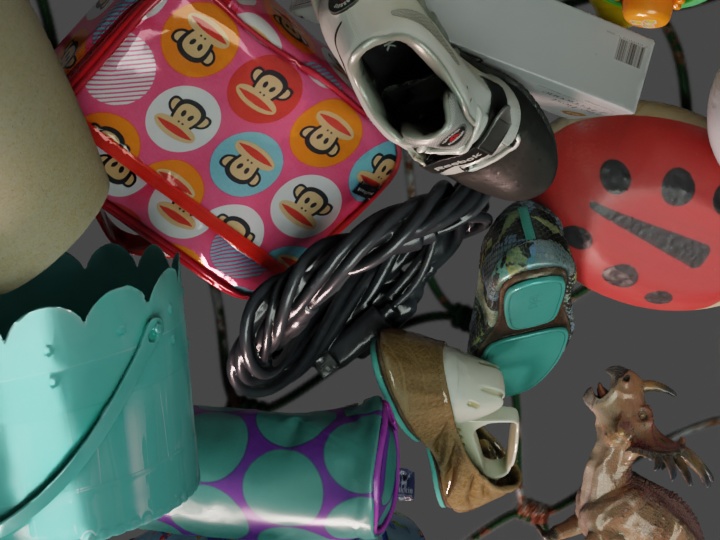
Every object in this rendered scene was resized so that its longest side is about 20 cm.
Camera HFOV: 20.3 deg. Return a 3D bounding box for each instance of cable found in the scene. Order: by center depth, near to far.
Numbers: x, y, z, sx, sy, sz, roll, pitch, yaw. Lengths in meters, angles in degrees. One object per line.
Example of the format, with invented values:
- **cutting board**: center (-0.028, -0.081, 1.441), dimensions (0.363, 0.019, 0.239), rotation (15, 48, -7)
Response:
- **cable**: center (0.000, 0.000, 1.223), dimensions (0.200, 0.051, 0.163), rotation (-41, 162, 17)

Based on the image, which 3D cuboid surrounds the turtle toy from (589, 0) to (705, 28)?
- **turtle toy**: center (0.198, -0.217, 1.159), dimensions (0.199, 0.101, 0.146), rotation (-26, 123, 2)

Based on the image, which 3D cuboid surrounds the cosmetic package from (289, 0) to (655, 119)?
- **cosmetic package**: center (0.065, -0.142, 1.177), dimensions (0.199, 0.082, 0.051), rotation (18, 87, -22)

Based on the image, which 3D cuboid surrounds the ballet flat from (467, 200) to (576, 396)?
- **ballet flat**: center (0.102, 0.015, 1.287), dimensions (0.074, 0.075, 0.200), rotation (-9, 156, -9)

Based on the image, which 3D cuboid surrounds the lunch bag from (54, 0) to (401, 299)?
- **lunch bag**: center (-0.094, -0.079, 1.188), dimensions (0.199, 0.082, 0.176), rotation (36, 111, -29)

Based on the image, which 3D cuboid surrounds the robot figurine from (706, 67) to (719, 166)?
- **robot figurine**: center (0.269, -0.092, 1.198), dimensions (0.112, 0.200, 0.171), rotation (-26, 86, 18)

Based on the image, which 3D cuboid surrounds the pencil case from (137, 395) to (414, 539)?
- **pencil case**: center (-0.071, 0.120, 1.255), dimensions (0.198, 0.093, 0.085), rotation (1, 147, 16)

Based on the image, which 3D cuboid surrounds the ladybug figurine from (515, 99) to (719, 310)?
- **ladybug figurine**: center (0.188, -0.034, 1.285), dimensions (0.199, 0.072, 0.136), rotation (18, 115, -23)

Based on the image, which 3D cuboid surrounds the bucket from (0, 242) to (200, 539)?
- **bucket**: center (-0.188, 0.072, 1.141), dimensions (0.205, 0.207, 0.136), rotation (-11, 100, -7)

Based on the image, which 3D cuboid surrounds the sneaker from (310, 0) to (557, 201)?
- **sneaker**: center (0.044, -0.084, 1.109), dimensions (0.074, 0.089, 0.200), rotation (-36, 129, 20)

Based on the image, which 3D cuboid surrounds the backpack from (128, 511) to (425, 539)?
- **backpack**: center (-0.056, 0.216, 1.309), dimensions (0.199, 0.183, 0.135), rotation (-31, 121, 12)

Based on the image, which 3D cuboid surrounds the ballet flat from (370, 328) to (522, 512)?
- **ballet flat**: center (0.065, 0.095, 1.311), dimensions (0.072, 0.068, 0.201), rotation (-11, 140, 12)

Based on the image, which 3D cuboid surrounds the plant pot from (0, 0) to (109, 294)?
- **plant pot**: center (-0.231, -0.088, 1.061), dimensions (0.187, 0.188, 0.200), rotation (-37, 113, 10)

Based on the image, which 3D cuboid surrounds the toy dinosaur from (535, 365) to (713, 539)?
- **toy dinosaur**: center (0.202, 0.175, 1.414), dimensions (0.135, 0.086, 0.200), rotation (-37, 128, 2)
